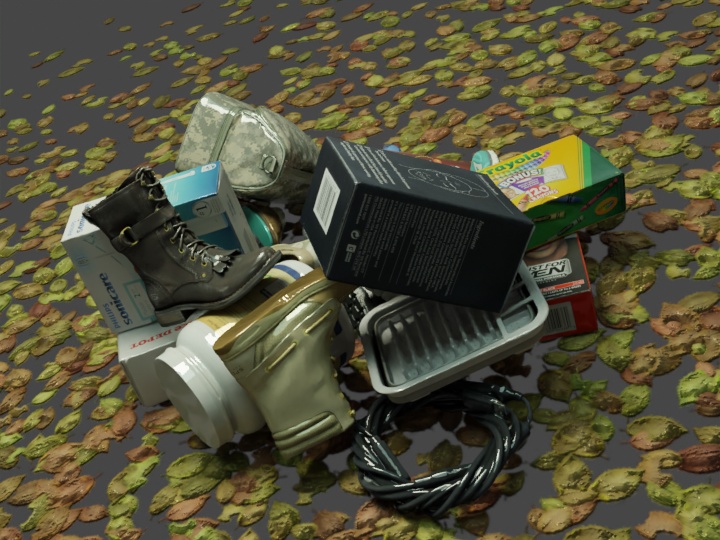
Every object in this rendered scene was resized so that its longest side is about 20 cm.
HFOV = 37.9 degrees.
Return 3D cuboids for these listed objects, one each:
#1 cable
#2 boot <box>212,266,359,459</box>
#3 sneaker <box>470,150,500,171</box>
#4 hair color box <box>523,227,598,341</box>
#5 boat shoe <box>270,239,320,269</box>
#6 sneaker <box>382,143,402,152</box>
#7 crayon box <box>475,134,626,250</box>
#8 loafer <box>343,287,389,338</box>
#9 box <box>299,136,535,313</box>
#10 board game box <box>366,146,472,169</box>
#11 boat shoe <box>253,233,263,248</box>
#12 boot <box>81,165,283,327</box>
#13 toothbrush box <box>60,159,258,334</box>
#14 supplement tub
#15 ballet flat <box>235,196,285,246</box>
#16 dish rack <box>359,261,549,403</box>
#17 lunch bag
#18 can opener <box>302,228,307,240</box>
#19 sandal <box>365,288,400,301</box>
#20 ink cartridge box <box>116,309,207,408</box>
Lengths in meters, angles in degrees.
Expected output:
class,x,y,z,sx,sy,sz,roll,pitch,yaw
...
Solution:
class,x,y,z,sx,sy,sz,roll,pitch,yaw
cable,0.072,0.180,1.080,0.199,0.051,0.164,3,46,38
boot,-0.040,0.088,1.120,0.200,0.156,0.073,-35,12,-26
sneaker,0.137,-0.089,1.372,0.079,0.078,0.201,15,49,6
hair color box,0.218,-0.002,1.256,0.101,0.062,0.200,-13,33,10
boat shoe,-0.107,0.003,1.340,0.065,0.073,0.200,-16,-1,-38
sneaker,0.067,-0.120,1.509,0.078,0.066,0.201,-2,33,-1
crayon box,0.204,-0.086,1.271,0.199,0.059,0.119,-22,35,-9
loafer,0.000,0.000,1.315,0.070,0.068,0.201,-9,56,-27
box,0.054,-0.049,1.099,0.199,0.108,0.149,11,21,-19
board game box,0.073,-0.124,1.441,0.199,0.020,0.103,7,41,-16
boat shoe,-0.222,-0.020,1.494,0.199,0.063,0.073,-4,36,22
boot,-0.202,-0.038,1.164,0.199,0.175,0.069,-22,14,25
toothbrush box,-0.238,-0.027,1.277,0.199,0.147,0.085,-15,33,7
supplement tub,-0.120,0.096,1.200,0.200,0.145,0.144,-35,36,-25
ballet flat,-0.157,-0.075,1.558,0.072,0.068,0.199,-17,23,-35
dish rack,0.102,0.065,1.135,0.199,0.044,0.172,-25,30,5
lunch bag,-0.147,-0.166,1.546,0.167,0.140,0.200,26,6,18
can opener,-0.041,-0.031,1.450,0.067,0.053,0.200,-45,28,20
sandal,0.041,-0.003,1.239,0.082,0.202,0.050,-32,30,45
ink cartridge box,-0.234,0.067,1.353,0.145,0.084,0.200,-21,33,-3
